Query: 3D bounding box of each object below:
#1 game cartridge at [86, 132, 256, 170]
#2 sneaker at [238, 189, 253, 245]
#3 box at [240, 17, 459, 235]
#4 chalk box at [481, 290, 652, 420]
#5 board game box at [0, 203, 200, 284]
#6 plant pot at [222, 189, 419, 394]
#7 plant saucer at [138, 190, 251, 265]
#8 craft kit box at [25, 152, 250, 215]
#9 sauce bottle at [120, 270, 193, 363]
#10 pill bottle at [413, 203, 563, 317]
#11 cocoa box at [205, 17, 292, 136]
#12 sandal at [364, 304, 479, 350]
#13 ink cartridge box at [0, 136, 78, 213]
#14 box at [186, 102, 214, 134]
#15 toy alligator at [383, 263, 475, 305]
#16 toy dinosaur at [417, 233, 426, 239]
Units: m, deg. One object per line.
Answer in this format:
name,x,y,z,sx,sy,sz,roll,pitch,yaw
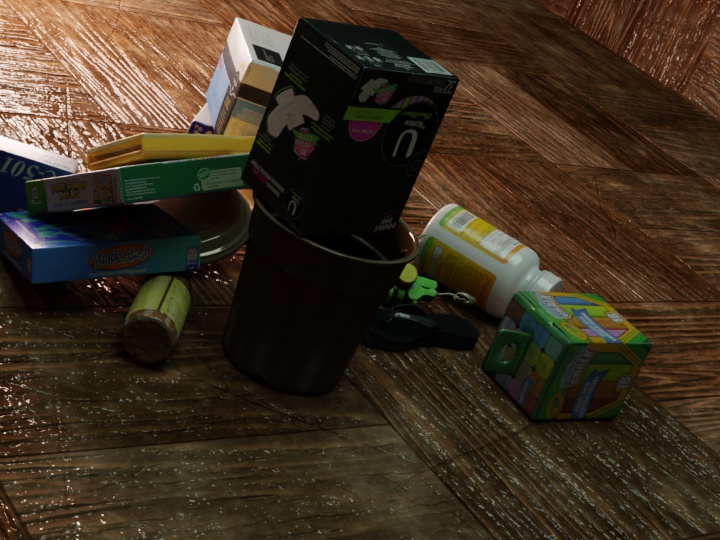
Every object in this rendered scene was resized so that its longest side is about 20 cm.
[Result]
game cartridge,-0.217,-0.145,1.686,0.199,0.033,0.176,0,-2,-33
sneaker,-0.107,-0.060,1.858,0.200,0.078,0.112,35,45,-3
box,-0.013,-0.153,1.470,0.148,0.200,0.124,-1,34,-43
chalk box,0.251,0.110,1.741,0.199,0.125,0.124,2,31,-37
board game box,-0.306,-0.034,1.562,0.199,0.045,0.152,-5,19,-31
plant pot,-0.059,0.022,1.558,0.200,0.199,0.200,18,25,-9
plant saucer,-0.237,-0.077,1.745,0.199,0.030,0.200,6,40,-5
craft kit box,-0.249,-0.100,1.555,0.200,0.049,0.197,-11,3,-44
sauce bottle,-0.225,0.036,1.547,0.066,0.066,0.200,21,23,-4
pill bottle,0.185,-0.002,1.929,0.200,0.111,0.111,33,26,21
cocoa box,-0.127,-0.244,1.868,0.133,0.132,0.200,17,22,-19
sandal,0.074,0.067,1.772,0.200,0.043,0.076,2,31,-39
ink cartridge box,-0.451,-0.116,1.628,0.199,0.094,0.044,17,24,-12
box,-0.151,-0.167,1.986,0.199,0.105,0.184,21,24,-2
toy alligator,0.059,0.026,1.840,0.199,0.059,0.054,22,66,-6
toy dinosaur,0.000,0.000,1.727,0.058,0.200,0.101,34,61,-14
